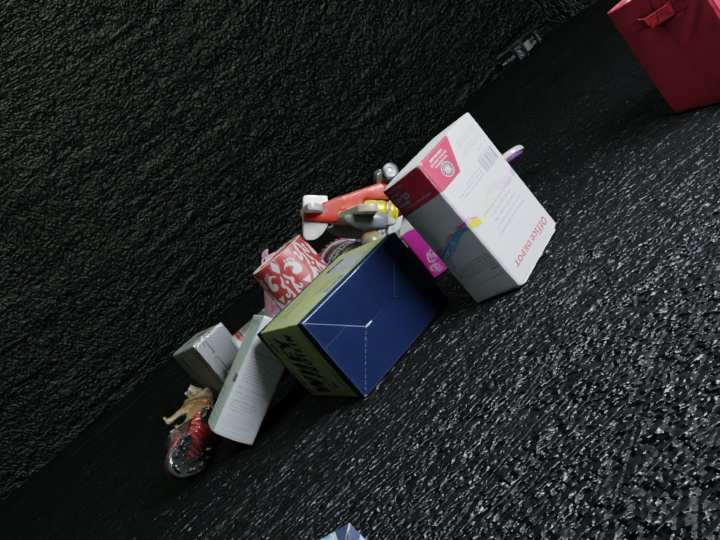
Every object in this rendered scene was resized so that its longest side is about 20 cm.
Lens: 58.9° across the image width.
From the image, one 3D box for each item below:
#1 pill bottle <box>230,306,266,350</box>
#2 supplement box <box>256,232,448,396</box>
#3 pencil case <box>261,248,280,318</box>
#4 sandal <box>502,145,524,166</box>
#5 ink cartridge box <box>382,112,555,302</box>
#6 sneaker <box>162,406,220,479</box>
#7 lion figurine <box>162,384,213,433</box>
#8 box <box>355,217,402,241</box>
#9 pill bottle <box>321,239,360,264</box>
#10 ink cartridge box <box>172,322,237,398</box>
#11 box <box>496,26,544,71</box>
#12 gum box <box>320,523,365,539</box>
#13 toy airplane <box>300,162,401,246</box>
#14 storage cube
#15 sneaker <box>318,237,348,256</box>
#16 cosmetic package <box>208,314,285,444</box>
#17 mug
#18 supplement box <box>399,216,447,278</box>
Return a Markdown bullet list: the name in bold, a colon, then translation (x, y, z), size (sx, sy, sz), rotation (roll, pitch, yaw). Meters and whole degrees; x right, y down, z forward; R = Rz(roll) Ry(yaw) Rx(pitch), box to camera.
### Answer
- **pill bottle**: translation (-0.151, 0.117, 1.291), size (0.200, 0.120, 0.120), rotation (-41, 10, -12)
- **supplement box**: translation (-0.017, 0.072, 0.957), size (0.200, 0.134, 0.200), rotation (-45, 11, -26)
- **pencil case**: translation (-0.148, 0.060, 1.203), size (0.087, 0.087, 0.201), rotation (-29, 58, 45)
- **sandal**: translation (0.259, -0.166, 1.255), size (0.082, 0.050, 0.203), rotation (-29, -14, -48)
- **ink cartridge box**: translation (0.148, -0.082, 0.841), size (0.086, 0.200, 0.148), rotation (-29, 15, 49)
- **sneaker**: translation (-0.308, 0.319, 1.129), size (0.098, 0.071, 0.200), rotation (-38, 8, 10)
- **lion figurine**: translation (-0.346, 0.308, 1.358), size (0.122, 0.073, 0.200), rotation (-30, 19, -26)
- **box**: translation (0.046, -0.061, 1.372), size (0.200, 0.119, 0.041), rotation (-35, -29, 17)
- **pill bottle**: translation (0.000, 0.000, 1.243), size (0.112, 0.112, 0.200), rotation (-42, 19, -14)
- **ink cartridge box**: translation (-0.332, 0.211, 1.461), size (0.087, 0.146, 0.200), rotation (-43, 9, -28)
- **box**: translation (0.816, -1.125, 3.251), size (0.164, 0.086, 0.200), rotation (-27, 16, 51)
- **gum box**: translation (-0.083, 0.301, 0.467), size (0.200, 0.045, 0.170), rotation (-37, 10, 18)
- **toy airplane**: translation (-0.008, -0.088, 1.110), size (0.198, 0.142, 0.200), rotation (-19, 4, 31)
- **storage cube**: translation (0.475, -0.339, 0.833), size (0.200, 0.180, 0.171), rotation (-42, 10, -6)
- **sneaker**: translation (-0.081, 0.014, 1.384), size (0.200, 0.075, 0.081), rotation (-52, 12, 15)
- **cosmetic package**: translation (-0.179, 0.177, 1.064), size (0.201, 0.074, 0.102), rotation (-69, 17, -10)
- **mug**: translation (-0.091, 0.049, 1.137), size (0.133, 0.200, 0.177), rotation (-43, 11, -14)
- **supplement box**: translation (0.141, -0.082, 1.145), size (0.103, 0.101, 0.200), rotation (-37, 10, 15)
